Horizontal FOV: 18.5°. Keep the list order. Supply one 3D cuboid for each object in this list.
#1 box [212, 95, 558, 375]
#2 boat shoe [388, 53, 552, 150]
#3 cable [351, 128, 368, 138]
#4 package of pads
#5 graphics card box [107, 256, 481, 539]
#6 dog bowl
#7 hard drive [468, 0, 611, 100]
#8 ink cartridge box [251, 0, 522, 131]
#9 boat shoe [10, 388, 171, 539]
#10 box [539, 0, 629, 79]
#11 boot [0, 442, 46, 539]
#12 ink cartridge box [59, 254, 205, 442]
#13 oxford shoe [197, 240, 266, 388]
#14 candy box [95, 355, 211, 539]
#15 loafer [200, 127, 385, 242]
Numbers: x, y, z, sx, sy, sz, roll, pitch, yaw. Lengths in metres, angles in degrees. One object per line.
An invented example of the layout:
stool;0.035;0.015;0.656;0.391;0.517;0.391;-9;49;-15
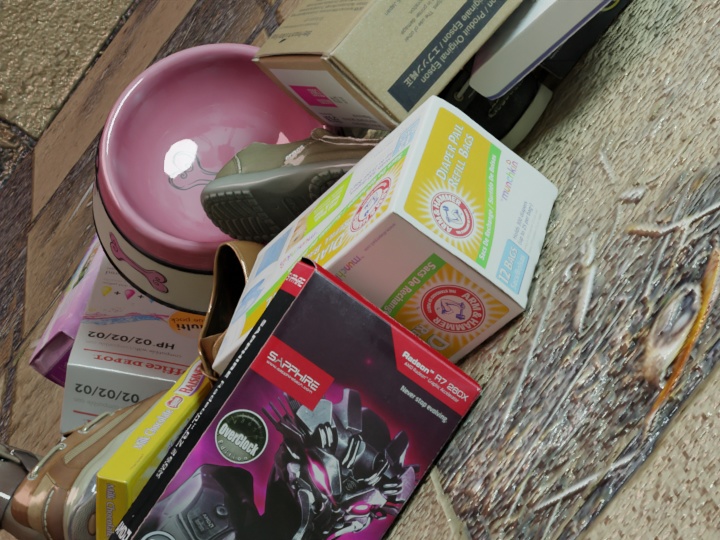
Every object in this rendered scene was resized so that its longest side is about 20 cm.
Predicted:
box;0.014;0.006;1.356;0.200;0.101;0.113;-41;21;41
boat shoe;0.061;-0.113;1.533;0.072;0.067;0.200;-61;15;-16
cable;-0.057;-0.085;1.716;0.201;0.069;0.200;-56;-6;-1
package of pads;-0.182;0.028;1.844;0.076;0.120;0.201;-43;19;44
graphics card box;-0.038;0.110;1.250;0.201;0.125;0.051;-54;16;-3
dog bowl;-0.097;-0.072;1.561;0.201;0.199;0.074;-60;-16;-20
hard drive;0.133;-0.214;1.437;0.132;0.025;0.201;-40;24;40
ink cartridge box;0.028;-0.173;1.438;0.165;0.075;0.200;-49;16;-7
boat shoe;-0.168;0.124;1.477;0.200;0.071;0.076;-37;-47;-66
box;0.174;-0.241;1.498;0.200;0.049;0.161;-50;20;19
boot;-0.230;0.163;1.657;0.071;0.146;0.200;-65;15;3
ink cartridge box;-0.157;0.075;1.662;0.200;0.114;0.068;-83;2;-58
oxford shoe;-0.078;0.076;1.443;0.071;0.071;0.201;-20;62;40
candy box;-0.122;0.130;1.457;0.200;0.026;0.103;-52;-32;-58
loafer;-0.013;-0.065;1.440;0.199;0.075;0.070;-1;50;31
